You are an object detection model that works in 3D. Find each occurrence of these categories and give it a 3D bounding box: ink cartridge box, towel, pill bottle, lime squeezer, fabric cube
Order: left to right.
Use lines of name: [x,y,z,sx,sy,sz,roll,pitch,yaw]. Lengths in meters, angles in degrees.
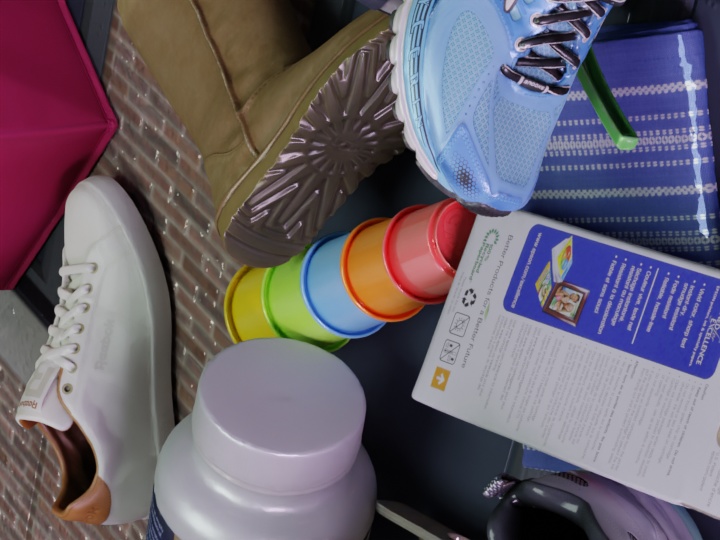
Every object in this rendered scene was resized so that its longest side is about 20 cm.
fabric cube: [-0.296,-0.104,1.564,0.196,0.199,0.200,-52,56,48]
pill bottle: [-0.052,0.134,1.317,0.111,0.111,0.200,51,144,37]
lime squeezer: [0.094,-0.136,1.122,0.071,0.038,0.200,-19,66,45]
towel: [0.111,-0.008,1.153,0.145,0.024,0.200,-1,98,53]
ink cartridge box: [0.108,0.037,1.094,0.200,0.037,0.095,19,89,51]

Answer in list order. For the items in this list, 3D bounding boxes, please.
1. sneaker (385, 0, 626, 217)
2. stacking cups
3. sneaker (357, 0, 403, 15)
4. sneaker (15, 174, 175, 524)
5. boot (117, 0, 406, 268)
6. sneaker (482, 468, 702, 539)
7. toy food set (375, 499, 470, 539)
sneaker: [0.074,-0.119,1.053,0.090,0.078,0.200,15,93,46]
stacking cups: [0.000,0.000,1.260,0.200,0.060,0.061,-27,75,60]
sneaker: [0.004,-0.186,1.172,0.202,0.077,0.146,7,79,58]
sneaker: [-0.156,0.046,1.495,0.073,0.085,0.200,-11,87,58]
boot: [-0.040,-0.123,1.298,0.175,0.066,0.200,-43,44,20]
sneaker: [0.115,0.160,1.057,0.078,0.140,0.200,-51,60,17]
toy food set: [0.048,0.224,1.257,0.143,0.060,0.200,23,117,52]
